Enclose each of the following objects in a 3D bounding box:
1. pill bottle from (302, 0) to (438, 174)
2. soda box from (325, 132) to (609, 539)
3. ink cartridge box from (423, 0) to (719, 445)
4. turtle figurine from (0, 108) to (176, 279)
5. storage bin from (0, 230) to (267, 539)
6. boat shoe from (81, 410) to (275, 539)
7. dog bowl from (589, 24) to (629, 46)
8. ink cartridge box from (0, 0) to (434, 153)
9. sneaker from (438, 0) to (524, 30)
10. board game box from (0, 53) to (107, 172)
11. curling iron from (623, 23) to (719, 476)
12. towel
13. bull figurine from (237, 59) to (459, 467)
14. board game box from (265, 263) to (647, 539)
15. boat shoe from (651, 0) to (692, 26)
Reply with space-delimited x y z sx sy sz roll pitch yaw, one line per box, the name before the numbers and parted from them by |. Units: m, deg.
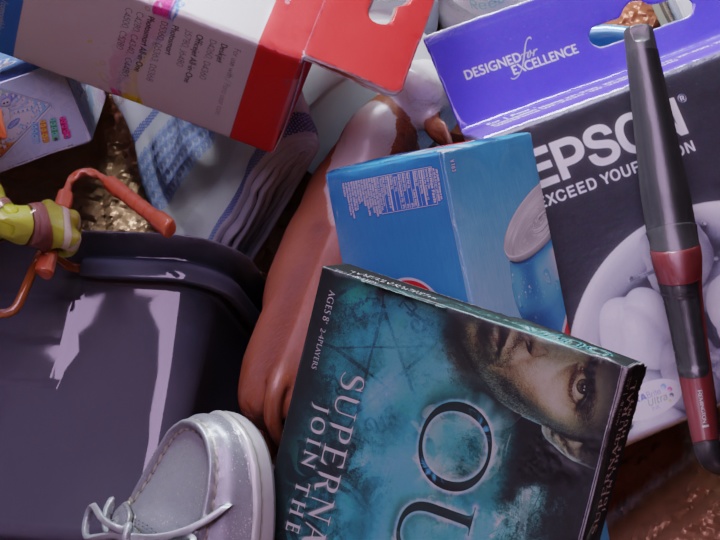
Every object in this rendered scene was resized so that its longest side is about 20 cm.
pill bottle | -0.028 -0.143 1.182 0.112 0.112 0.200 -24 56 -3
soda box | 0.048 0.048 1.000 0.064 0.068 0.200 -8 95 38
ink cartridge box | 0.153 -0.046 1.053 0.198 0.043 0.200 -21 85 -12
turtle figurine | -0.191 -0.022 0.999 0.200 0.064 0.161 31 85 7
storage bin | -0.145 0.062 1.074 0.200 0.146 0.135 1 69 14
boat shoe | -0.096 0.149 0.969 0.074 0.065 0.202 32 98 50
dog bowl | 0.102 -0.029 1.118 0.111 0.050 0.200 9 62 18
ink cartridge box | -0.070 -0.129 1.035 0.200 0.067 0.116 21 52 -2
sneaker | 0.043 -0.192 1.210 0.075 0.089 0.200 -23 56 -1
board game box | -0.222 -0.059 1.139 0.199 0.200 0.043 -19 101 -1
curling iron | 0.139 -0.007 1.012 0.049 0.026 0.200 -10 79 -31
towel | -0.080 -0.095 1.143 0.024 0.147 0.200 -3 58 -30
bull figurine | 0.000 0.000 1.080 0.065 0.121 0.200 17 64 21
board game box | 0.025 0.111 0.953 0.135 0.028 0.200 17 100 24
boat shoe | 0.183 -0.181 1.172 0.075 0.068 0.200 9 57 -16
